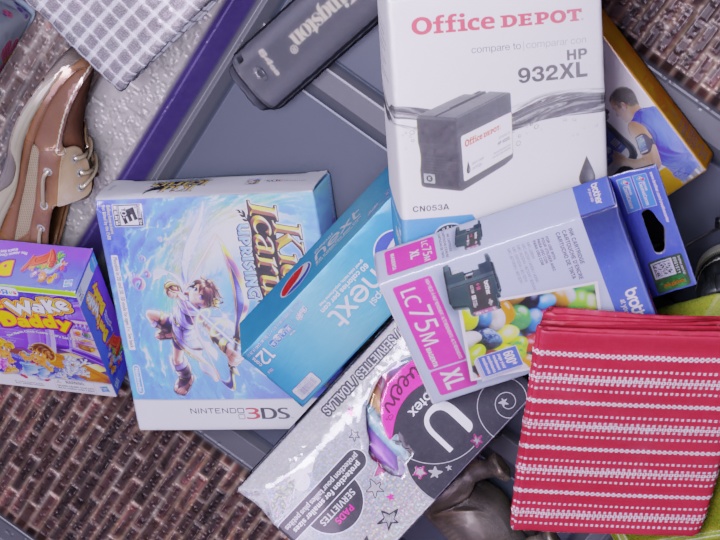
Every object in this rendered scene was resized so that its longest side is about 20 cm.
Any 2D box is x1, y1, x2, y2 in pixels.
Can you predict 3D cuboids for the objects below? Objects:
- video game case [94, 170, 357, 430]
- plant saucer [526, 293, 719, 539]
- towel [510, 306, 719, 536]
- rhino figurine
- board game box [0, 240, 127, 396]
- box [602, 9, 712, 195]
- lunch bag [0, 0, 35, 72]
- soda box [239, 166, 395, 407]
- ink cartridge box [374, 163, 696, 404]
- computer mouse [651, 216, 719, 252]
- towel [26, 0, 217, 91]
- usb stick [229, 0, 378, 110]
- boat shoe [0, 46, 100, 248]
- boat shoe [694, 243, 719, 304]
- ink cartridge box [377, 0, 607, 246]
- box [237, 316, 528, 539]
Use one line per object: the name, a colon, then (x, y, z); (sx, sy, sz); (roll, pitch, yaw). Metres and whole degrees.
video game case: (-0.100, 0.027, 1.652); (0.181, 0.045, 0.201); (-2, 112, 17)
plant saucer: (0.223, 0.131, 1.555); (0.200, 0.048, 0.200); (-17, 107, 46)
towel: (0.182, 0.107, 1.473); (0.144, 0.023, 0.200); (3, 129, -2)
rhino figurine: (0.114, 0.213, 1.658); (0.087, 0.060, 0.200); (-29, 103, 22)
board game box: (-0.293, 0.033, 1.685); (0.199, 0.045, 0.135); (5, 141, 16)
box: (0.143, -0.123, 1.513); (0.119, 0.041, 0.200); (-35, 101, 27)
lunch bag: (-0.350, -0.123, 1.595); (0.127, 0.170, 0.200); (36, 115, -4)
soda box: (0.000, 0.000, 1.560); (0.064, 0.068, 0.200); (41, 102, -16)
ink cartridge box: (0.121, 0.010, 1.433); (0.199, 0.042, 0.120); (-20, 128, 6)
computer mouse: (0.221, -0.024, 1.523); (0.200, 0.059, 0.034); (-25, 86, 24)
towel: (-0.163, -0.249, 1.528); (0.166, 0.086, 0.200); (44, 118, -5)
usb stick: (-0.015, -0.190, 1.537); (0.200, 0.033, 0.055); (-39, 98, 28)
boat shoe: (-0.232, -0.085, 1.634); (0.072, 0.076, 0.200); (28, 127, 0)
boat shoe: (0.304, 0.075, 1.532); (0.074, 0.066, 0.200); (-25, 104, 24)
ink cartridge box: (0.090, -0.106, 1.446); (0.145, 0.084, 0.201); (-5, 112, -2)
box: (0.021, 0.121, 1.560); (0.115, 0.132, 0.200); (42, 90, 1)
